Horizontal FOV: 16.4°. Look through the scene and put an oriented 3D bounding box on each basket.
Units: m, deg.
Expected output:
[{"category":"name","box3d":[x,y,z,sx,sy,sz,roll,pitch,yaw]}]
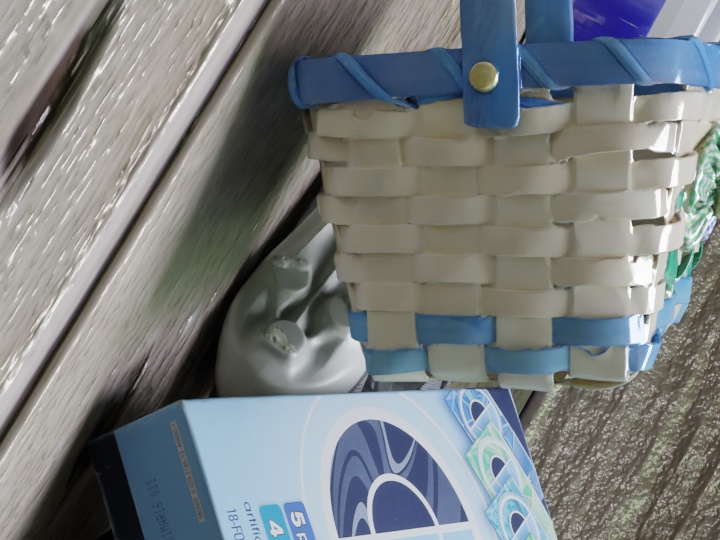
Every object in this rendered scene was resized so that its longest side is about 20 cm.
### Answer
[{"category":"basket","box3d":[0.052,-0.068,0.788,0.176,0.138,0.201,-30,114,-76]}]

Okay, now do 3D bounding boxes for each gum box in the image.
[{"category":"gum box","box3d":[0.009,0.126,0.824,0.044,0.171,0.200,-25,165,30]}]

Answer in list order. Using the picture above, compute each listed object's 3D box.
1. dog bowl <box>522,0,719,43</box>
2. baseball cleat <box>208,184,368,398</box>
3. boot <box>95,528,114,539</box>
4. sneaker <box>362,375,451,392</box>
[{"category":"dog bowl","box3d":[0.146,-0.129,1.334,0.201,0.079,0.200,-59,172,-14]},{"category":"baseball cleat","box3d":[0.000,0.000,0.938,0.200,0.070,0.107,-42,167,-40]},{"category":"boot","box3d":[-0.108,0.188,0.876,0.200,0.069,0.175,-40,160,-42]},{"category":"sneaker","box3d":[0.010,0.043,1.094,0.114,0.075,0.200,-62,167,8]}]
